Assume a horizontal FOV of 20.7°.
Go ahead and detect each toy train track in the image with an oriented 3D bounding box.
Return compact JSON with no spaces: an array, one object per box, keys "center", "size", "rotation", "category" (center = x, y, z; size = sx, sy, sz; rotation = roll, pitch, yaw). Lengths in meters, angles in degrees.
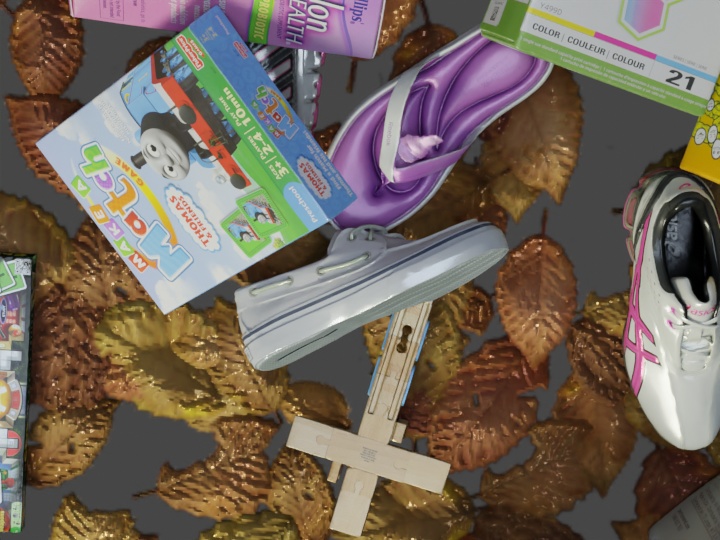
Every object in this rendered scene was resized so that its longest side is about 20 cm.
[{"center":[0.019,0.088,1.395],"size":[0.115,0.033,0.200],"rotation":[17,93,4],"category":"toy train track"}]

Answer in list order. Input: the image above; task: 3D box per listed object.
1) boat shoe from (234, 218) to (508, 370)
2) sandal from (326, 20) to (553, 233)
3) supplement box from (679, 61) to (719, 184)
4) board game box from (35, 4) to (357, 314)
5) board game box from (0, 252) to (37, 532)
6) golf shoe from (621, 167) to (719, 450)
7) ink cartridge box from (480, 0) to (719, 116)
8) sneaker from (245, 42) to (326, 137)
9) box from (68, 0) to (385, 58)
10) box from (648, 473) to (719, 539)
[{"center":[0.000,0.000,1.347],"size":[0.200,0.074,0.067],"rotation":[-25,77,12],"category":"boat shoe"},{"center":[0.048,-0.104,1.353],"size":[0.082,0.050,0.203],"rotation":[44,96,-6],"category":"sandal"},{"center":[0.315,-0.135,1.303],"size":[0.109,0.109,0.200],"rotation":[14,99,-36],"category":"supplement box"},{"center":[-0.113,-0.067,1.302],"size":[0.151,0.037,0.200],"rotation":[53,139,-7],"category":"board game box"},{"center":[-0.286,0.084,1.394],"size":[0.105,0.023,0.200],"rotation":[4,99,1],"category":"board game box"},{"center":[0.218,0.032,1.357],"size":[0.073,0.092,0.200],"rotation":[-8,100,-1],"category":"golf shoe"},{"center":[0.186,-0.223,1.307],"size":[0.148,0.076,0.200],"rotation":[17,98,-18],"category":"ink cartridge box"},{"center":[-0.070,-0.128,1.338],"size":[0.087,0.074,0.200],"rotation":[7,94,-2],"category":"sneaker"},{"center":[-0.075,-0.246,1.266],"size":[0.200,0.097,0.176],"rotation":[7,62,-1],"category":"box"},{"center":[0.329,0.210,1.331],"size":[0.200,0.199,0.171],"rotation":[-39,98,7],"category":"box"}]
